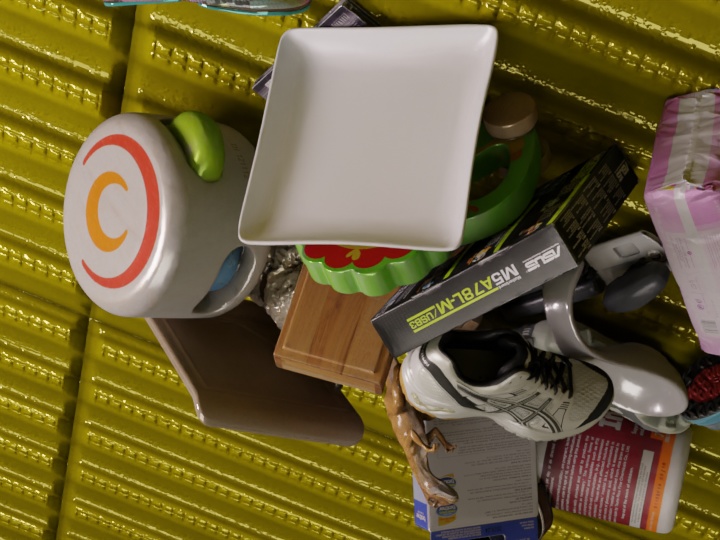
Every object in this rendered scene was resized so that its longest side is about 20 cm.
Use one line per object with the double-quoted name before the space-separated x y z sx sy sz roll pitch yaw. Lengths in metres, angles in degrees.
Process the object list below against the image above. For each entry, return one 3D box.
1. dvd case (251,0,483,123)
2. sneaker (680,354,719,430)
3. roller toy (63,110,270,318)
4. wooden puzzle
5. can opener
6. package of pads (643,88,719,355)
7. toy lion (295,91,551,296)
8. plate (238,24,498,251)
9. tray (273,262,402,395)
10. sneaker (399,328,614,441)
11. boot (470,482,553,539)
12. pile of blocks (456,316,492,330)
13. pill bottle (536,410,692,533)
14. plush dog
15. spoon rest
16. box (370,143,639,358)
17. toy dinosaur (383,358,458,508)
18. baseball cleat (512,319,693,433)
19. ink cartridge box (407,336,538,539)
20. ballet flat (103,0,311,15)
"dvd case" 0.021 -0.141 1.489 0.199 0.016 0.148 37 138 -17
"sneaker" 0.397 0.103 1.567 0.095 0.080 0.199 27 149 -37
"roller toy" -0.174 -0.049 1.545 0.139 0.185 0.199 2 179 -44
"wooden puzzle" -0.109 0.093 1.601 0.184 0.200 0.037 12 118 -34
"can opener" 0.198 0.015 1.546 0.199 0.067 0.053 -20 125 40
"package of pads" 0.298 -0.037 1.394 0.075 0.121 0.201 -3 135 29
"toy lion" 0.047 -0.058 1.403 0.198 0.193 0.069 -3 134 23
"plate" 0.009 -0.106 1.379 0.198 0.202 0.032 2 159 23
"tray" 0.000 0.000 1.487 0.098 0.202 0.037 14 159 9
"sneaker" 0.137 0.093 1.431 0.198 0.076 0.088 5 150 -20
"boot" 0.116 0.195 1.628 0.074 0.097 0.201 -20 103 40
"pile of blocks" 0.093 0.066 1.657 0.081 0.063 0.201 13 145 18
"pill bottle" 0.228 0.190 1.700 0.198 0.114 0.114 12 141 12
"plush dog" -0.060 0.008 1.621 0.171 0.160 0.201 31 148 34
"spoon rest" 0.223 0.075 1.513 0.099 0.061 0.200 -4 137 45
"box" 0.124 -0.018 1.413 0.192 0.200 0.048 -27 99 31
"toy dinosaur" 0.038 0.113 1.499 0.060 0.202 0.106 -5 153 -26
"baseball cleat" 0.235 0.096 1.639 0.199 0.070 0.106 33 167 -24
"ink cartridge box" 0.106 0.167 1.570 0.118 0.203 0.042 -4 -178 -23
"ballet flat" -0.136 -0.254 1.401 0.198 0.069 0.072 6 120 19
